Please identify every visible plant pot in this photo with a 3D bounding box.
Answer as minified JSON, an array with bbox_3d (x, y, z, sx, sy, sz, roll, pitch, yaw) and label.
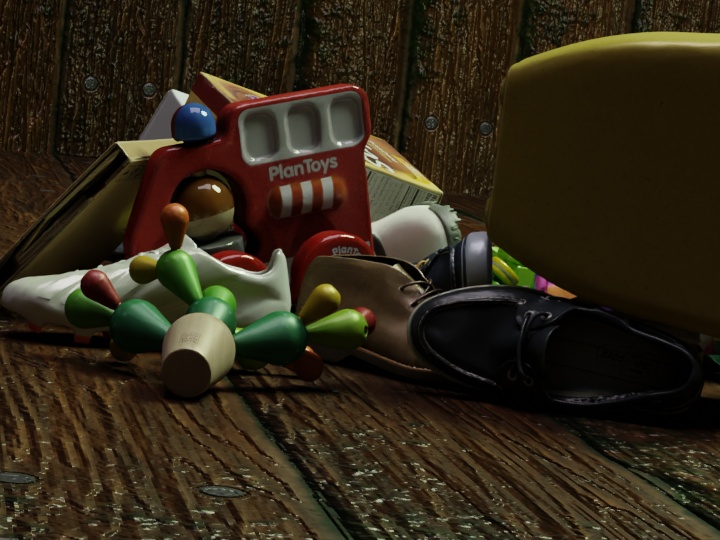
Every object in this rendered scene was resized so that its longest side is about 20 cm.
[{"bbox_3d":[0.191,-0.071,1.399,0.198,0.196,0.195,9,9,9],"label":"plant pot"}]

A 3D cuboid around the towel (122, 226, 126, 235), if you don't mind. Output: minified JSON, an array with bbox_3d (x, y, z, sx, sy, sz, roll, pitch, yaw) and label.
[{"bbox_3d":[-0.141,-0.007,1.671,0.085,0.018,0.200,3,-10,0],"label":"towel"}]

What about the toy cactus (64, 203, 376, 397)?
[{"bbox_3d":[-0.091,0.032,1.295,0.198,0.103,0.165,15,16,0],"label":"toy cactus"}]

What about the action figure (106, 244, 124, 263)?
[{"bbox_3d":[-0.202,-0.053,1.908,0.198,0.106,0.193,4,-3,-29],"label":"action figure"}]

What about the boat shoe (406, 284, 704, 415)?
[{"bbox_3d":[0.128,0.053,1.334,0.197,0.075,0.066,17,-4,2],"label":"boat shoe"}]

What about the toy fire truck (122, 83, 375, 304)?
[{"bbox_3d":[-0.081,-0.045,1.516,0.198,0.170,0.112,-11,12,-23],"label":"toy fire truck"}]

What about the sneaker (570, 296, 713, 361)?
[{"bbox_3d":[0.210,0.060,1.459,0.099,0.076,0.199,25,21,33],"label":"sneaker"}]

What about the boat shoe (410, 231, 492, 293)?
[{"bbox_3d":[0.050,0.020,1.515,0.090,0.072,0.200,1,-13,0],"label":"boat shoe"}]

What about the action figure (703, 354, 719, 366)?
[{"bbox_3d":[0.249,0.040,1.718,0.117,0.055,0.199,2,5,-42],"label":"action figure"}]

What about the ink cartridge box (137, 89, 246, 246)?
[{"bbox_3d":[-0.082,-0.064,1.804,0.199,0.084,0.146,16,27,-41],"label":"ink cartridge box"}]

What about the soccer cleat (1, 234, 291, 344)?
[{"bbox_3d":[-0.146,0.012,1.418,0.198,0.078,0.069,5,6,-9],"label":"soccer cleat"}]

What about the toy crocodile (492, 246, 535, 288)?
[{"bbox_3d":[0.151,0.018,1.750,0.061,0.068,0.200,15,4,-21],"label":"toy crocodile"}]

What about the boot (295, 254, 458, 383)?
[{"bbox_3d":[0.040,0.035,1.423,0.198,0.076,0.073,11,5,29],"label":"boot"}]

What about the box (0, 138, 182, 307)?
[{"bbox_3d":[-0.203,-0.037,1.561,0.021,0.163,0.200,47,12,4],"label":"box"}]

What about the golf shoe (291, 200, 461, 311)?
[{"bbox_3d":[0.000,0.000,1.639,0.088,0.078,0.199,-10,-6,-44],"label":"golf shoe"}]

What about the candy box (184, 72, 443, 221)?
[{"bbox_3d":[-0.042,-0.092,1.708,0.199,0.057,0.117,20,15,-35],"label":"candy box"}]

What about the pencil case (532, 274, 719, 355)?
[{"bbox_3d":[0.230,0.022,1.588,0.198,0.089,0.088,-3,5,6],"label":"pencil case"}]

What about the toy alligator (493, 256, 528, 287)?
[{"bbox_3d":[0.110,0.029,1.684,0.054,0.059,0.200,47,-7,-17],"label":"toy alligator"}]
